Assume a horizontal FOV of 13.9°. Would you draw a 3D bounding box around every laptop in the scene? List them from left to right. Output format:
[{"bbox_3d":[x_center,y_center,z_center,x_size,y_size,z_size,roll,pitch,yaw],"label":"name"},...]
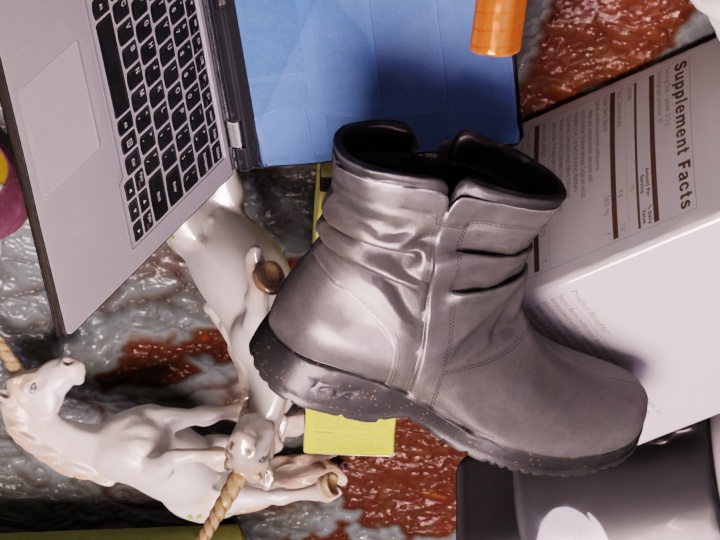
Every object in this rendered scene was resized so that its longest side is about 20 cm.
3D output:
[{"bbox_3d":[-0.039,-0.084,1.218,0.115,0.200,0.188,20,139,29],"label":"laptop"}]

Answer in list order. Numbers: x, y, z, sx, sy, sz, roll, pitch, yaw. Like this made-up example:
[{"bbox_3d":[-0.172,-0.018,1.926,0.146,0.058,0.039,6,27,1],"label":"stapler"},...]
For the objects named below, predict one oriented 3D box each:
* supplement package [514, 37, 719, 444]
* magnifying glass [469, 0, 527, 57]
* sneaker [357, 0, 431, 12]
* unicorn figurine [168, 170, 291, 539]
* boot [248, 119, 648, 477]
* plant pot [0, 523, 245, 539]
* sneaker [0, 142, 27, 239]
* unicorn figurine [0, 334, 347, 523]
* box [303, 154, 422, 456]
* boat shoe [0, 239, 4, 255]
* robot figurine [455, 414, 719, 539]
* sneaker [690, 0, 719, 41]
[{"bbox_3d":[0.150,-0.013,1.384,0.199,0.120,0.121,-23,130,25],"label":"supplement package"},{"bbox_3d":[0.066,-0.187,1.198,0.022,0.080,0.201,13,109,26],"label":"magnifying glass"},{"bbox_3d":[0.067,-0.144,1.290,0.199,0.075,0.087,-25,136,26],"label":"sneaker"},{"bbox_3d":[-0.056,0.011,1.379,0.073,0.201,0.137,-9,159,-17],"label":"unicorn figurine"},{"bbox_3d":[0.061,0.012,1.284,0.199,0.070,0.132,12,122,-27],"label":"boot"},{"bbox_3d":[-0.142,0.218,1.606,0.183,0.201,0.201,-9,136,-4],"label":"plant pot"},{"bbox_3d":[-0.229,-0.078,1.365,0.199,0.075,0.090,26,137,-24],"label":"sneaker"},{"bbox_3d":[-0.099,0.090,1.532,0.137,0.074,0.200,-10,142,27],"label":"unicorn figurine"},{"bbox_3d":[0.000,0.000,1.439,0.050,0.076,0.201,3,135,-2],"label":"box"},{"bbox_3d":[-0.268,-0.028,1.420,0.199,0.071,0.072,21,133,-20],"label":"boat shoe"},{"bbox_3d":[0.151,0.120,1.526,0.199,0.126,0.150,-11,178,14],"label":"robot figurine"},{"bbox_3d":[0.214,-0.166,1.264,0.081,0.075,0.200,40,123,-19],"label":"sneaker"}]
